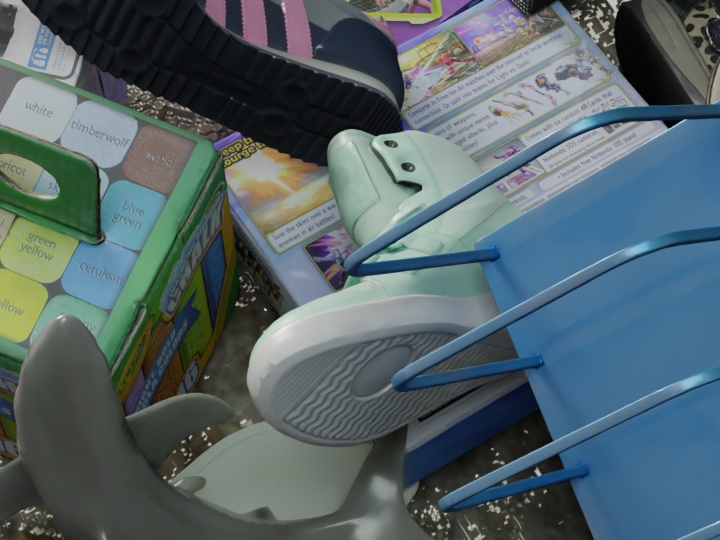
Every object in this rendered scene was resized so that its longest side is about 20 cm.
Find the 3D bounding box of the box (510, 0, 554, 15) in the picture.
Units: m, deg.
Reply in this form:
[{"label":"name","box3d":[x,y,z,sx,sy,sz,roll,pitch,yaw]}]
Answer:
[{"label":"box","box3d":[0.085,-0.237,1.099,0.160,0.044,0.200,-31,61,-18]}]

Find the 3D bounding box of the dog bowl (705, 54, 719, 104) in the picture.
[{"label":"dog bowl","box3d":[0.247,-0.049,0.917,0.199,0.074,0.201,-7,42,7]}]

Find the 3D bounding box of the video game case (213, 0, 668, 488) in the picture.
[{"label":"video game case","box3d":[0.052,-0.024,1.017,0.200,0.045,0.181,-29,65,-16]}]

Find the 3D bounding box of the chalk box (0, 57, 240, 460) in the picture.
[{"label":"chalk box","box3d":[-0.134,-0.001,0.935,0.124,0.200,0.124,22,69,10]}]

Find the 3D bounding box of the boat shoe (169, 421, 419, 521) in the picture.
[{"label":"boat shoe","box3d":[-0.061,0.124,0.955,0.200,0.062,0.073,-26,64,-34]}]

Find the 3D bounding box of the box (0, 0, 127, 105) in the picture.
[{"label":"box","box3d":[-0.216,-0.102,1.024,0.199,0.117,0.060,10,67,5]}]

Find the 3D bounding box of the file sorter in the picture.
[{"label":"file sorter","box3d":[0.101,0.054,0.769,0.139,0.123,0.201,-30,75,35]}]

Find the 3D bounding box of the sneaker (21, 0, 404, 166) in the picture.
[{"label":"sneaker","box3d":[-0.068,-0.119,0.977,0.200,0.070,0.082,30,40,-23]}]

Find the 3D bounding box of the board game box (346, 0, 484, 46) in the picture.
[{"label":"board game box","box3d":[-0.046,-0.171,1.103,0.120,0.032,0.200,-37,73,-11]}]

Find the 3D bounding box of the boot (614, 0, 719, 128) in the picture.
[{"label":"boot","box3d":[0.232,-0.071,1.039,0.153,0.074,0.204,-25,71,-14]}]

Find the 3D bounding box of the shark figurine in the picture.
[{"label":"shark figurine","box3d":[-0.066,0.108,0.870,0.128,0.214,0.090,-47,40,23]}]

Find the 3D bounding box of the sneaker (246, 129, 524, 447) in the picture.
[{"label":"sneaker","box3d":[0.000,0.000,0.901,0.118,0.074,0.200,48,34,21]}]
